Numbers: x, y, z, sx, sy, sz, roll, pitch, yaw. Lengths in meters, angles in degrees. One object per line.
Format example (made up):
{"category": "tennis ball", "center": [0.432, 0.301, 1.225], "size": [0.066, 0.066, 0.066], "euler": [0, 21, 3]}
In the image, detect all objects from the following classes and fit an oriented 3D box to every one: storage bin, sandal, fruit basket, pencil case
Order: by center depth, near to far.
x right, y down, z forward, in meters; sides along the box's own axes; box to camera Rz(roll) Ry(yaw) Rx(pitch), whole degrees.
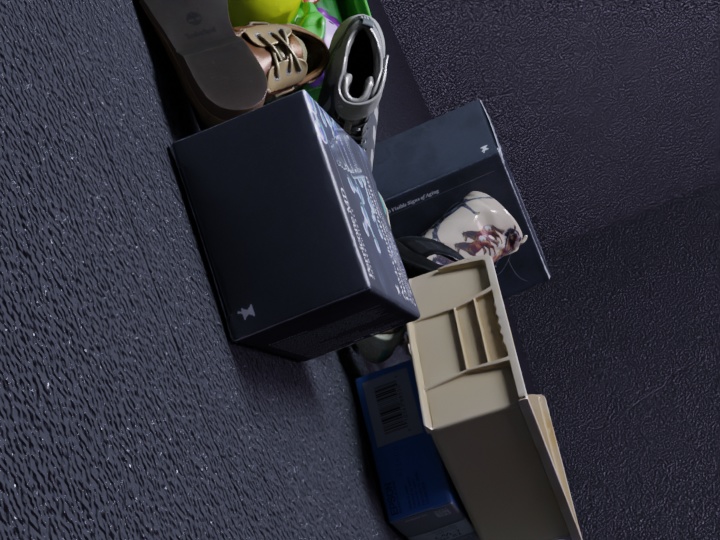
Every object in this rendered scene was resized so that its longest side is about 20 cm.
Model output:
{"category": "storage bin", "center": [0.119, 0.124, 1.263], "size": [0.200, 0.093, 0.201], "euler": [-97, 166, -49]}
{"category": "fruit basket", "center": [-0.071, -0.262, 1.320], "size": [0.216, 0.154, 0.218], "euler": [166, -90, -83]}
{"category": "sandal", "center": [0.065, -0.009, 1.371], "size": [0.200, 0.048, 0.076], "euler": [35, -20, 23]}
{"category": "pencil case", "center": [0.089, -0.001, 1.478], "size": [0.090, 0.200, 0.078], "euler": [52, -17, -9]}

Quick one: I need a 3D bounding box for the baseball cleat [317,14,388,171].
{"category": "baseball cleat", "center": [-0.016, -0.130, 1.249], "size": [0.107, 0.069, 0.203], "euler": [-101, -165, -75]}

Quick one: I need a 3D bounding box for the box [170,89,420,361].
{"category": "box", "center": [-0.042, -0.025, 1.021], "size": [0.200, 0.106, 0.150], "euler": [29, 41, -75]}

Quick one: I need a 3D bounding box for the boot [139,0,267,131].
{"category": "boot", "center": [-0.129, -0.178, 1.040], "size": [0.076, 0.073, 0.202], "euler": [111, -39, -58]}

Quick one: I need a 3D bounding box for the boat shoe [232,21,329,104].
{"category": "boat shoe", "center": [-0.083, -0.181, 1.166], "size": [0.076, 0.073, 0.200], "euler": [68, 21, -5]}

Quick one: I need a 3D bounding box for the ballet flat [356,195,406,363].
{"category": "ballet flat", "center": [0.000, 0.000, 1.320], "size": [0.063, 0.067, 0.202], "euler": [103, -17, -50]}

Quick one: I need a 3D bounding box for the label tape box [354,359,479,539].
{"category": "label tape box", "center": [0.064, 0.191, 1.311], "size": [0.200, 0.065, 0.145], "euler": [59, 14, -61]}

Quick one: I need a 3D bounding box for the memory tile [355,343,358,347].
{"category": "memory tile", "center": [-0.039, -0.023, 1.327], "size": [0.200, 0.017, 0.155], "euler": [58, 14, -55]}

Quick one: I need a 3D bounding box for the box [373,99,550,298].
{"category": "box", "center": [0.093, -0.058, 1.611], "size": [0.125, 0.198, 0.198], "euler": [-103, 168, -52]}
